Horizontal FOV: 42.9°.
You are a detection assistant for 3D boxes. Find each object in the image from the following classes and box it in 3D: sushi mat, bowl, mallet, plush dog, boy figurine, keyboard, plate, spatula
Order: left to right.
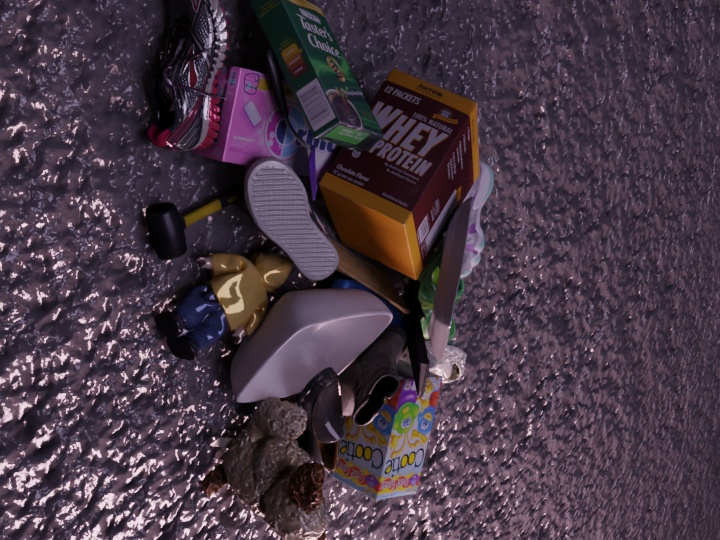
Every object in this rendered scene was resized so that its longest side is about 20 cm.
[{"bbox_3d":[-0.185,-0.072,1.162,0.200,0.041,0.066,-26,121,-44],"label":"mallet"},{"bbox_3d":[-0.170,0.028,1.190,0.200,0.064,0.125,-41,112,-34],"label":"boy figurine"},{"bbox_3d":[-0.110,0.301,1.261,0.160,0.172,0.200,-32,142,-25],"label":"plush dog"},{"bbox_3d":[-0.082,-0.178,1.131,0.057,0.020,0.200,-85,157,-57],"label":"spatula"},{"bbox_3d":[-0.075,0.093,1.263,0.200,0.075,0.200,-2,144,-47],"label":"bowl"},{"bbox_3d":[0.000,0.000,1.352,0.012,0.096,0.200,-42,140,13],"label":"sushi mat"},{"bbox_3d":[0.087,0.087,1.415,0.021,0.200,0.127,-2,125,-5],"label":"keyboard"},{"bbox_3d":[0.130,0.016,1.351,0.200,0.032,0.200,84,18,-69],"label":"plate"}]

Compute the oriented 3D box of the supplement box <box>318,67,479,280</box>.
[{"bbox_3d":[0.063,-0.131,1.287,0.200,0.133,0.197,-59,162,-15],"label":"supplement box"}]

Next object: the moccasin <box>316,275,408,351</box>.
[{"bbox_3d":[0.006,0.062,1.395,0.081,0.068,0.200,-53,132,-18],"label":"moccasin"}]

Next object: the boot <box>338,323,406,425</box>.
[{"bbox_3d":[0.000,0.178,1.343,0.200,0.068,0.131,-57,-168,36],"label":"boot"}]

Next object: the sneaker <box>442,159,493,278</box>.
[{"bbox_3d":[0.142,-0.092,1.490,0.140,0.078,0.201,10,87,-47],"label":"sneaker"}]

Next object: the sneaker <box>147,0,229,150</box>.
[{"bbox_3d":[-0.201,-0.235,1.049,0.075,0.081,0.201,-13,113,-43],"label":"sneaker"}]

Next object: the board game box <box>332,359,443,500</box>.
[{"bbox_3d":[0.043,0.252,1.475,0.103,0.105,0.201,5,99,-48],"label":"board game box"}]

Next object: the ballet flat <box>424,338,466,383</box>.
[{"bbox_3d":[0.142,0.155,1.533,0.072,0.072,0.200,-69,158,-3],"label":"ballet flat"}]

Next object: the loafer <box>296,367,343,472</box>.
[{"bbox_3d":[-0.049,0.218,1.334,0.073,0.072,0.200,-32,148,-29],"label":"loafer"}]

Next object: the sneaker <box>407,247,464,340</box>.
[{"bbox_3d":[0.128,0.046,1.511,0.074,0.083,0.200,-40,131,-32],"label":"sneaker"}]

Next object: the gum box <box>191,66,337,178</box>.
[{"bbox_3d":[-0.117,-0.188,1.168,0.200,0.066,0.114,4,102,-48],"label":"gum box"}]

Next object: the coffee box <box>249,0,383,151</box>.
[{"bbox_3d":[-0.053,-0.247,1.126,0.123,0.044,0.200,4,58,-63],"label":"coffee box"}]

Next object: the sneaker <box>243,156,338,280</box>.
[{"bbox_3d":[-0.099,-0.074,1.182,0.078,0.079,0.200,-32,131,-5],"label":"sneaker"}]
